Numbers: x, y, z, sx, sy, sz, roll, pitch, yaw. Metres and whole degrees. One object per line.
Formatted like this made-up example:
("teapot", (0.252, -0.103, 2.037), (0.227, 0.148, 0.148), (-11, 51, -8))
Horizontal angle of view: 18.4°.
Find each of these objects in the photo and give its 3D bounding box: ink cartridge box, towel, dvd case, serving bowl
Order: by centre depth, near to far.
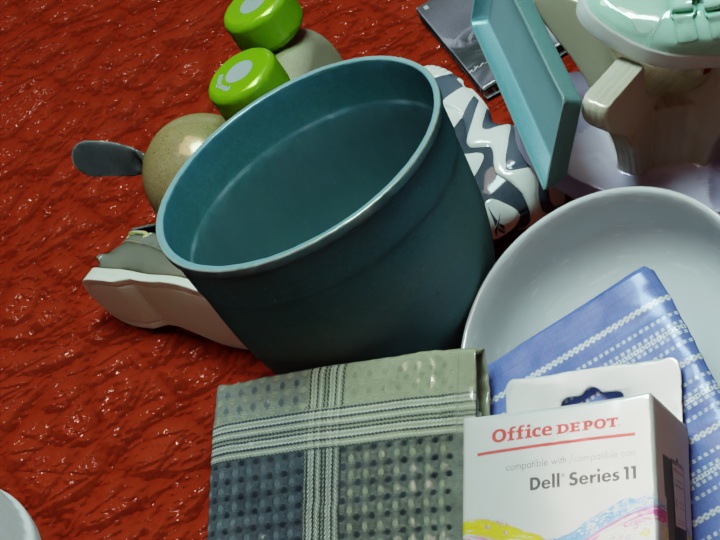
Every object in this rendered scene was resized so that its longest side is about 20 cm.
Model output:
("ink cartridge box", (0.118, 0.138, 1.212), (0.116, 0.067, 0.202), (-10, 65, 24))
("towel", (0.147, 0.110, 1.264), (0.144, 0.024, 0.201), (-33, 58, 13))
("towel", (-0.006, 0.150, 1.318), (0.199, 0.034, 0.194), (-9, 68, 31))
("serving bowl", (0.161, 0.054, 1.332), (0.199, 0.066, 0.202), (-13, 63, 26))
("dvd case", (0.154, -0.220, 1.724), (0.199, 0.016, 0.149), (-30, 36, -2))

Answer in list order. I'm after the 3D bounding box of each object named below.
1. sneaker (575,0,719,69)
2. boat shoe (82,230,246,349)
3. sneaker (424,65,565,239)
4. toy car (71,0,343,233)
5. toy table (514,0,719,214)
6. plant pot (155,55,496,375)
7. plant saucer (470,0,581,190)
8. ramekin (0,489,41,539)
("sneaker", (0.229, -0.182, 1.344), (0.199, 0.119, 0.074), (11, 46, 16))
("boat shoe", (-0.118, 0.009, 1.587), (0.201, 0.072, 0.060), (9, 55, 45))
("sneaker", (0.038, -0.067, 1.566), (0.129, 0.080, 0.199), (-32, 46, -19))
("toy car", (-0.103, -0.085, 1.620), (0.199, 0.165, 0.159), (-20, 37, 23))
("toy table", (0.192, -0.115, 1.447), (0.198, 0.118, 0.184), (14, 46, 18))
("plant pot", (0.000, 0.000, 1.416), (0.199, 0.189, 0.201), (-22, 33, 15))
("plant saucer", (0.106, -0.138, 1.441), (0.019, 0.070, 0.201), (-1, 38, -12))
("ramekin", (-0.320, 0.198, 1.479), (0.201, 0.095, 0.203), (-18, 38, 15))
